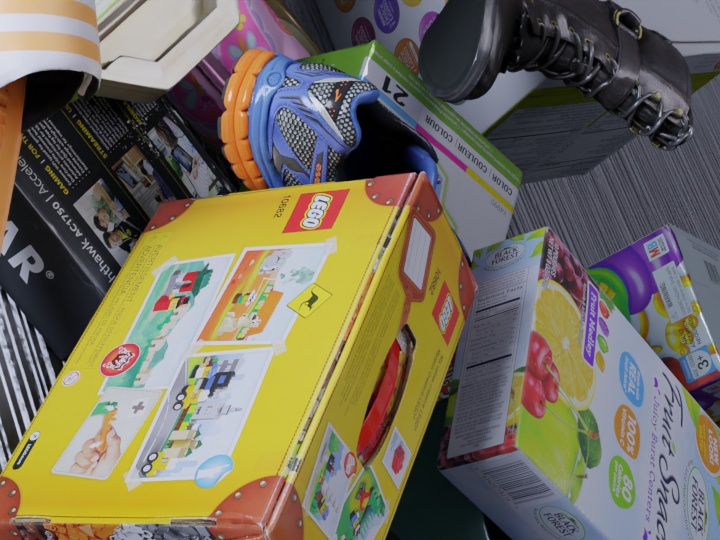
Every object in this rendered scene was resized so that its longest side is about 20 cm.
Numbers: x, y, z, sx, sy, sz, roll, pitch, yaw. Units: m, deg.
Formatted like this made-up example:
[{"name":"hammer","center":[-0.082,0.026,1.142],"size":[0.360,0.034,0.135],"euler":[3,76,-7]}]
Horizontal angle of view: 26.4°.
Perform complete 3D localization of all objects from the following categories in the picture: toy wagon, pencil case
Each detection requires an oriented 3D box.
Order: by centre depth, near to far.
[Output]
[{"name":"toy wagon","center":[-0.143,-0.183,0.757],"size":[0.200,0.039,0.155],"euler":[51,53,-14]},{"name":"pencil case","center":[-0.081,-0.122,0.909],"size":[0.200,0.087,0.088],"euler":[48,30,-24]}]

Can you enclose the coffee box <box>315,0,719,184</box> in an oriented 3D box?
[{"name":"coffee box","center":[0.115,-0.189,1.115],"size":[0.198,0.198,0.201],"euler":[-11,72,-37]}]

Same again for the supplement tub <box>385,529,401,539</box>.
[{"name":"supplement tub","center":[0.006,0.195,0.715],"size":[0.200,0.122,0.123],"euler":[45,32,-25]}]

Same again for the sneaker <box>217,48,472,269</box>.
[{"name":"sneaker","center":[0.008,-0.031,0.755],"size":[0.200,0.078,0.076],"euler":[44,61,-48]}]

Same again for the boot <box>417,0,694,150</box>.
[{"name":"boot","center":[0.128,-0.126,0.904],"size":[0.173,0.069,0.201],"euler":[33,38,-14]}]

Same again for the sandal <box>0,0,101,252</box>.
[{"name":"sandal","center":[-0.141,-0.076,0.663],"size":[0.079,0.058,0.209],"euler":[-2,100,-83]}]

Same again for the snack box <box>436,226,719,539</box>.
[{"name":"snack box","center":[0.124,0.094,0.812],"size":[0.200,0.053,0.143],"euler":[46,41,-32]}]

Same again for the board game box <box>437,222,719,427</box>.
[{"name":"board game box","center":[0.149,0.070,0.980],"size":[0.104,0.199,0.104],"euler":[18,49,-52]}]

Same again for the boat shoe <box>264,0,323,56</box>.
[{"name":"boat shoe","center":[-0.024,-0.092,1.013],"size":[0.201,0.063,0.073],"euler":[51,3,-30]}]

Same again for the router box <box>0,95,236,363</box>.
[{"name":"router box","center":[-0.163,-0.076,0.768],"size":[0.201,0.051,0.149],"euler":[53,31,-12]}]

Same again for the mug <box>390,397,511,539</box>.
[{"name":"mug","center":[0.072,0.154,0.858],"size":[0.185,0.114,0.153],"euler":[37,45,-39]}]

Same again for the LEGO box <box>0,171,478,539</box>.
[{"name":"LEGO box","center":[-0.051,0.056,0.668],"size":[0.078,0.147,0.201],"euler":[62,38,-36]}]

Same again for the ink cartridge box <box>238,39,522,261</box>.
[{"name":"ink cartridge box","center":[0.000,0.000,0.860],"size":[0.147,0.075,0.202],"euler":[36,61,-38]}]
